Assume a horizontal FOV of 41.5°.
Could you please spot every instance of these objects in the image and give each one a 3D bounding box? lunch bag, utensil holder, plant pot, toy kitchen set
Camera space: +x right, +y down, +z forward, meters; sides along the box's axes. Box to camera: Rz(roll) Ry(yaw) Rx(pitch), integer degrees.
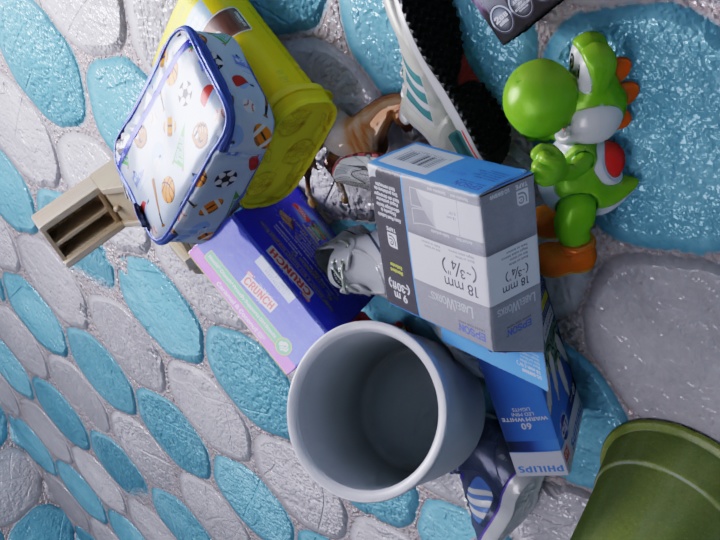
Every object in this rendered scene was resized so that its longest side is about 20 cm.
[{"bbox_3d":[-0.174,-0.131,0.946,0.200,0.075,0.162,-48,61,35],"label":"lunch bag"},{"bbox_3d":[0.035,0.147,1.003,0.169,0.171,0.200,36,-174,20],"label":"utensil holder"},{"bbox_3d":[0.279,0.286,0.931,0.198,0.190,0.202,29,140,27],"label":"plant pot"},{"bbox_3d":[-0.307,-0.026,1.308,0.200,0.179,0.164,41,162,45],"label":"toy kitchen set"}]

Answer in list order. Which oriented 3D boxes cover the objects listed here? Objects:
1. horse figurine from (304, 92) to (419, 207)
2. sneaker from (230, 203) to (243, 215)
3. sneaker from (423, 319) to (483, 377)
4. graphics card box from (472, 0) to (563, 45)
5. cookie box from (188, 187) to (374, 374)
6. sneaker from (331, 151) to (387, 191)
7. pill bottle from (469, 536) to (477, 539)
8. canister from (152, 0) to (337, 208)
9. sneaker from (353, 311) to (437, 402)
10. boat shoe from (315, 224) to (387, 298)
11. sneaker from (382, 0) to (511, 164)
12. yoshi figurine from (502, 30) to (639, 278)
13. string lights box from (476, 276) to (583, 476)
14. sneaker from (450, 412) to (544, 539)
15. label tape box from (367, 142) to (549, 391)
[{"bbox_3d":[-0.014,-0.125,1.008,0.198,0.049,0.135,19,124,47],"label":"horse figurine"},{"bbox_3d":[-0.198,-0.144,1.205,0.072,0.083,0.201,-9,137,22],"label":"sneaker"},{"bbox_3d":[0.087,0.030,1.032,0.202,0.073,0.082,57,162,8],"label":"sneaker"},{"bbox_3d":[0.101,-0.290,0.723,0.201,0.051,0.125,54,146,-5],"label":"graphics card box"},{"bbox_3d":[-0.079,0.002,1.074,0.075,0.200,0.172,-39,91,20],"label":"cookie box"},{"bbox_3d":[0.060,-0.054,0.905,0.197,0.083,0.078,26,-173,7],"label":"sneaker"},{"bbox_3d":[0.203,0.454,1.250,0.199,0.110,0.112,33,143,25],"label":"pill bottle"},{"bbox_3d":[-0.129,-0.190,1.003,0.201,0.086,0.149,53,130,22],"label":"canister"},{"bbox_3d":[0.051,0.106,1.139,0.198,0.077,0.086,21,127,33],"label":"sneaker"},{"bbox_3d":[0.000,0.000,0.968,0.200,0.066,0.075,-156,44,-77],"label":"boat shoe"},{"bbox_3d":[0.056,-0.175,0.864,0.093,0.070,0.202,-12,116,47],"label":"sneaker"},{"bbox_3d":[0.159,-0.098,0.788,0.112,0.111,0.203,32,140,36],"label":"yoshi figurine"},{"bbox_3d":[0.166,0.095,0.953,0.058,0.103,0.203,-8,118,27],"label":"string lights box"},{"bbox_3d":[0.143,0.243,1.162,0.146,0.080,0.202,43,150,26],"label":"sneaker"},{"bbox_3d":[0.084,0.006,0.812,0.143,0.063,0.203,23,130,50],"label":"label tape box"}]
